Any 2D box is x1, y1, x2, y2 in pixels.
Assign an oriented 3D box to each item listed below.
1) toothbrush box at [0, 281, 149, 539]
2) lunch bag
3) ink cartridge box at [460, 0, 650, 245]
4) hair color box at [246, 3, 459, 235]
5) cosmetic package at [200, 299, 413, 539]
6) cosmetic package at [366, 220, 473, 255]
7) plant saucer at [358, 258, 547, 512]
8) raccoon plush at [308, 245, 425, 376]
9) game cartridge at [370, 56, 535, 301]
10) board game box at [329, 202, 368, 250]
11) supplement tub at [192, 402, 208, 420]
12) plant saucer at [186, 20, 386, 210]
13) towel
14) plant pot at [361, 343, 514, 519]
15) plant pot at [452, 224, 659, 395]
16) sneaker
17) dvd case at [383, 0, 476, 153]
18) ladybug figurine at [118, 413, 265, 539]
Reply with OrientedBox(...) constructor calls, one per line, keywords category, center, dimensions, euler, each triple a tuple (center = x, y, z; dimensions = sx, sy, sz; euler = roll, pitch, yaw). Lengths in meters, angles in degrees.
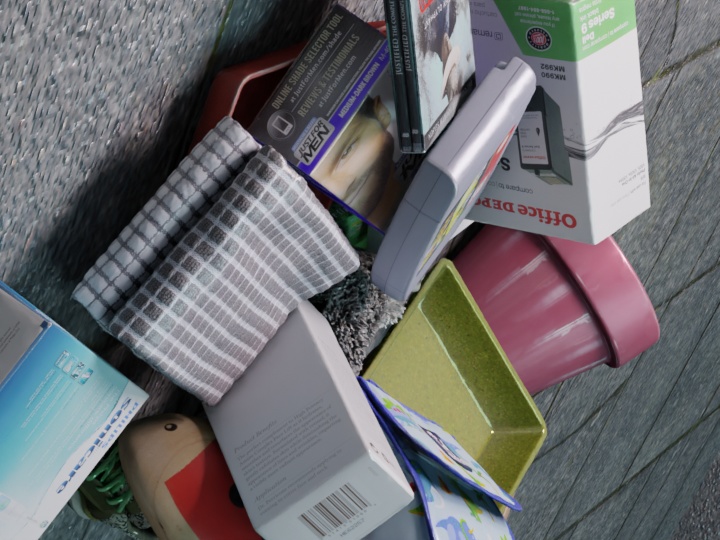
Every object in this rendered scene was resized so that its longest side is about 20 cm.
OrientedBox(category="toothbrush box", center=(-0.237, 0.093, 1.372), dimensions=(0.147, 0.085, 0.200), euler=(-53, 159, -5))
OrientedBox(category="lunch bag", center=(0.042, 0.191, 1.592), dimensions=(0.127, 0.201, 0.170), euler=(-22, 153, 19))
OrientedBox(category="ink cartridge box", center=(0.137, -0.133, 1.642), dimensions=(0.084, 0.146, 0.201), euler=(-33, 124, -41))
OrientedBox(category="hair color box", center=(0.002, -0.102, 1.517), dimensions=(0.109, 0.065, 0.200), euler=(-55, 159, 1))
OrientedBox(category="cosmetic package", center=(-0.048, 0.106, 1.518), dimensions=(0.102, 0.200, 0.074), euler=(-34, 133, 8))
OrientedBox(category="cosmetic package", center=(0.085, -0.112, 1.769), dimensions=(0.200, 0.052, 0.151), euler=(-37, 140, -39))
OrientedBox(category="plant saucer", center=(0.058, 0.127, 1.766), dimensions=(0.200, 0.048, 0.200), euler=(59, 44, -25))
OrientedBox(category="raccoon plush", center=(0.000, 0.000, 1.658), dimensions=(0.134, 0.097, 0.200), euler=(-47, 170, -33))
OrientedBox(category="game cartridge", center=(0.062, -0.058, 1.555), dimensions=(0.133, 0.041, 0.200), euler=(-49, 172, -26))
OrientedBox(category="board game box", center=(-0.035, -0.008, 1.750), dimensions=(0.200, 0.023, 0.105), euler=(-28, 146, -49))
OrientedBox(category="supplement tub", center=(-0.081, 0.145, 1.698), dimensions=(0.123, 0.122, 0.200), euler=(-59, -179, 16))
OrientedBox(category="plant saucer", center=(-0.067, -0.086, 1.531), dimensions=(0.200, 0.037, 0.200), euler=(-28, 148, -51))
OrientedBox(category="towel", center=(-0.091, 0.002, 1.447), dimensions=(0.166, 0.086, 0.200), euler=(-51, 160, -4))
OrientedBox(category="plant pot", center=(0.012, 0.161, 1.878), dimensions=(0.200, 0.174, 0.201), euler=(14, 72, -48))
OrientedBox(category="plant pot", center=(0.157, 0.034, 2.027), dimensions=(0.179, 0.200, 0.200), euler=(-35, 158, -5))
OrientedBox(category="sneaker", center=(-0.181, 0.149, 1.583), dimensions=(0.077, 0.089, 0.200), euler=(-49, 159, -13))
OrientedBox(category="dvd case", center=(0.044, -0.197, 1.433), dimensions=(0.146, 0.022, 0.201), euler=(-52, 141, -62))
OrientedBox(category="ladybug figurine", center=(-0.097, 0.183, 1.538), dimensions=(0.072, 0.200, 0.136), euler=(-34, -173, 7))
